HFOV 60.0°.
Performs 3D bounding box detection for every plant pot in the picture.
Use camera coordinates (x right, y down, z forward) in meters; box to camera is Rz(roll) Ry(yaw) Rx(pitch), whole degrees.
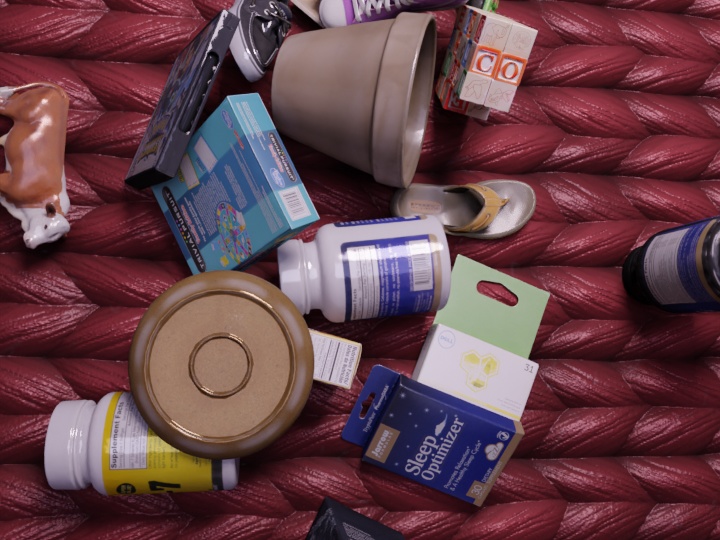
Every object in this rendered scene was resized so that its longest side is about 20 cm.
[{"bbox_3d":[-0.009,-0.214,0.757,0.172,0.200,0.202,12,83,9],"label":"plant pot"},{"bbox_3d":[-0.146,0.099,0.660,0.197,0.027,0.203,1,85,-7],"label":"plant pot"}]

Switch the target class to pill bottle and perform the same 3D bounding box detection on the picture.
[{"bbox_3d":[0.418,-0.004,0.775,0.110,0.200,0.113,1,84,-7],"label":"pill bottle"},{"bbox_3d":[-0.239,0.195,0.711,0.197,0.114,0.116,0,84,-7],"label":"pill bottle"},{"bbox_3d":[0.000,0.000,0.759,0.197,0.120,0.121,-6,85,-8],"label":"pill bottle"}]

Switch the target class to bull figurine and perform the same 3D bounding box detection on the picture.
[{"bbox_3d":[-0.402,-0.126,0.743,0.120,0.065,0.203,4,83,-10],"label":"bull figurine"}]

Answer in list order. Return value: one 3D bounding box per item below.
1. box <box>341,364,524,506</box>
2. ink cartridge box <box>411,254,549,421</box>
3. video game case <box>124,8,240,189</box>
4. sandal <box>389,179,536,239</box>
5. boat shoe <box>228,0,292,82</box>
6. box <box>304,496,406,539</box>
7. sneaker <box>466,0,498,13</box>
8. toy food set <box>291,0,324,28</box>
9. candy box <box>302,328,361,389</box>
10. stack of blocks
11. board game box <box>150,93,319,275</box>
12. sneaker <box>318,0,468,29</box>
[{"bbox_3d":[0.085,0.205,0.770,0.198,0.032,0.122,23,111,-4],"label":"box"},{"bbox_3d":[0.160,0.096,0.809,0.144,0.048,0.202,22,84,-4],"label":"ink cartridge box"},{"bbox_3d":[-0.210,-0.185,0.712,0.025,0.199,0.183,24,81,-28],"label":"video game case"},{"bbox_3d":[0.139,-0.085,0.819,0.197,0.054,0.081,1,84,-8],"label":"sandal"},{"bbox_3d":[-0.113,-0.302,0.754,0.066,0.201,0.070,-19,131,17],"label":"boat shoe"},{"bbox_3d":[-0.024,0.385,0.677,0.117,0.200,0.198,27,81,-5],"label":"box"},{"bbox_3d":[0.144,-0.416,0.852,0.083,0.077,0.203,-8,85,14],"label":"sneaker"},{"bbox_3d":[0.021,-0.388,0.806,0.143,0.060,0.201,38,102,-2],"label":"toy food set"},{"bbox_3d":[-0.105,0.085,0.739,0.198,0.117,0.057,17,83,-6],"label":"candy box"},{"bbox_3d":[0.142,-0.246,0.747,0.058,0.200,0.116,13,115,-6],"label":"stack of blocks"},{"bbox_3d":[-0.151,-0.081,0.714,0.047,0.199,0.152,-24,87,-46],"label":"board game box"},{"bbox_3d":[0.037,-0.333,0.734,0.198,0.114,0.073,-13,103,11],"label":"sneaker"}]
